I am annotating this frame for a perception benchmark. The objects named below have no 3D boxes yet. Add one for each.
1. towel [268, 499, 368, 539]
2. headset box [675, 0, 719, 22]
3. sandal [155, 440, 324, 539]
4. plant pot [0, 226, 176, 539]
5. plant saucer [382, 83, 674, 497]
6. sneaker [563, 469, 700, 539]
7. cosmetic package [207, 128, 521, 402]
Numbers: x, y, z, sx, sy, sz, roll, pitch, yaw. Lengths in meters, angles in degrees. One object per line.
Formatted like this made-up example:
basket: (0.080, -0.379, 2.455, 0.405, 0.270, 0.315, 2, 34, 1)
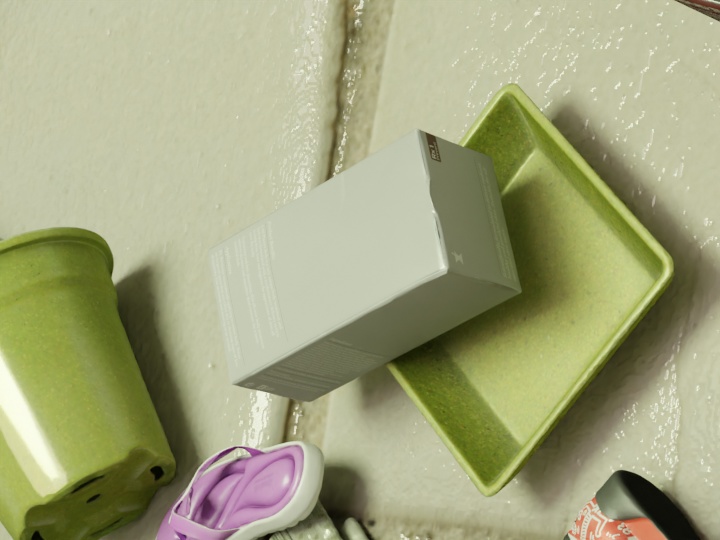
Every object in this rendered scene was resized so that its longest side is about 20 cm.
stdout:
towel: (-0.034, 0.283, 1.640, 0.193, 0.034, 0.200, -53, 52, 23)
headset box: (0.254, -0.207, 1.381, 0.075, 0.200, 0.149, 23, 95, 43)
sandal: (-0.097, 0.159, 1.691, 0.202, 0.050, 0.083, -31, 41, 45)
plant pot: (-0.233, 0.101, 1.775, 0.200, 0.200, 0.185, -44, 65, 26)
plant saucer: (0.104, 0.014, 1.566, 0.200, 0.048, 0.200, -53, 50, 19)
sneaker: (0.180, 0.224, 1.430, 0.108, 0.067, 0.202, -53, 46, 20)
cosmetic package: (0.000, 0.000, 1.576, 0.200, 0.090, 0.107, -25, 63, 33)
